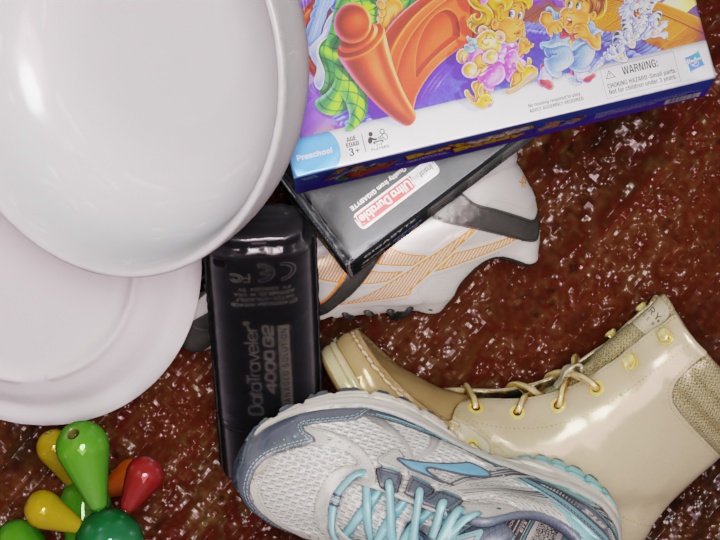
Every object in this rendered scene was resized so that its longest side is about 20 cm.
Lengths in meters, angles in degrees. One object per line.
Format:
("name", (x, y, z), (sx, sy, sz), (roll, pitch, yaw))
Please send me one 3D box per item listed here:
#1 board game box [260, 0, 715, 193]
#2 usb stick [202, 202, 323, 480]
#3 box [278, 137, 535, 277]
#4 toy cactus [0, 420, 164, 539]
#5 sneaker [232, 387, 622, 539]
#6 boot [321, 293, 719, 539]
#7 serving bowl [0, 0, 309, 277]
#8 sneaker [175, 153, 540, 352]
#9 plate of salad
("board game box", (0.051, -0.126, 1.230), (0.199, 0.045, 0.135), (-14, 83, -1))
("usb stick", (-0.046, 0.041, 1.297), (0.055, 0.033, 0.201), (-2, 141, -1))
("box", (0.025, -0.120, 1.275), (0.200, 0.046, 0.159), (-36, 83, -4))
("toy cactus", (-0.122, 0.176, 1.322), (0.102, 0.165, 0.201), (-6, 121, -45))
("sneaker", (0.038, 0.115, 1.268), (0.199, 0.086, 0.078), (12, 109, -11))
("boot", (0.093, 0.061, 1.338), (0.200, 0.073, 0.155), (42, 101, -15))
("serving bowl", (-0.100, -0.102, 1.204), (0.199, 0.066, 0.201), (10, 110, 30))
("sneaker", (0.000, 0.000, 1.325), (0.199, 0.074, 0.080), (-25, 105, 4))
("plate of salad", (-0.170, -0.019, 1.316), (0.199, 0.048, 0.201), (6, 112, 14))
